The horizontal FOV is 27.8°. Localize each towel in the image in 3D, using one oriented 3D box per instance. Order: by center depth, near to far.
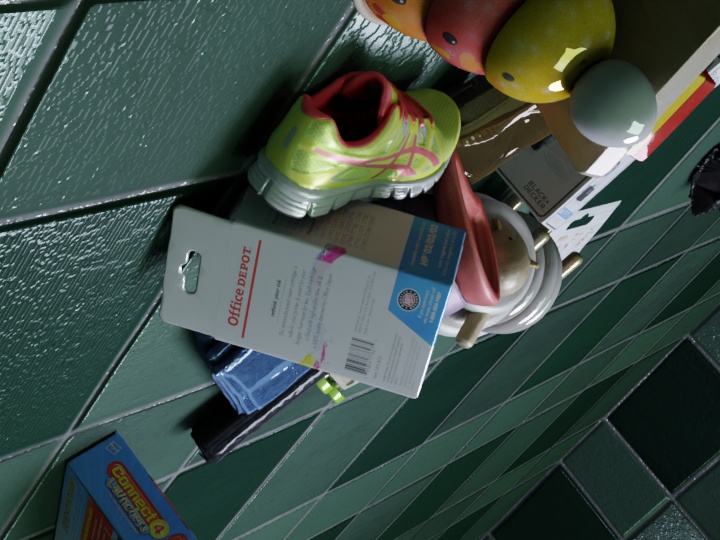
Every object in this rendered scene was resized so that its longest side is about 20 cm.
[{"bbox_3d":[-0.082,0.066,1.281,0.111,0.049,0.200,-38,163,-8],"label":"towel"}]

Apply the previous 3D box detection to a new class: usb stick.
[{"bbox_3d":[-0.078,0.110,1.398,0.200,0.055,0.033,-38,120,-7],"label":"usb stick"}]

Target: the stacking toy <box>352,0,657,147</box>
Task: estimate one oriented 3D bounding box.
[{"bbox_3d":[0.100,-0.149,0.854,0.146,0.200,0.146,-33,157,-16],"label":"stacking toy"}]

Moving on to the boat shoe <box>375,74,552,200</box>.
[{"bbox_3d":[0.090,-0.118,1.148,0.199,0.065,0.073,-26,149,19],"label":"boat shoe"}]

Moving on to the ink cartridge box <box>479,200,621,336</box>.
[{"bbox_3d":[0.198,-0.013,1.695,0.162,0.057,0.201,-15,142,-54],"label":"ink cartridge box"}]

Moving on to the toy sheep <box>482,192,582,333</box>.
[{"bbox_3d":[0.143,0.000,1.455,0.138,0.138,0.200,-43,145,12],"label":"toy sheep"}]

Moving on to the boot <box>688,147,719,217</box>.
[{"bbox_3d":[0.521,-0.120,2.050,0.162,0.073,0.199,-30,154,-36],"label":"boot"}]

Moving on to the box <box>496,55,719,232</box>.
[{"bbox_3d":[0.198,-0.142,1.233,0.200,0.117,0.060,-44,163,10],"label":"box"}]

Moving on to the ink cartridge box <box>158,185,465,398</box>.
[{"bbox_3d":[-0.036,0.005,1.042,0.068,0.198,0.116,-71,177,-50],"label":"ink cartridge box"}]

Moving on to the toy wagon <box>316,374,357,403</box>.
[{"bbox_3d":[0.020,0.076,1.540,0.155,0.040,0.200,-39,164,-2],"label":"toy wagon"}]

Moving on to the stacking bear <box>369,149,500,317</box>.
[{"bbox_3d":[0.000,0.000,1.140,0.198,0.115,0.122,-16,149,12],"label":"stacking bear"}]

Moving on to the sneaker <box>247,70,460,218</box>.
[{"bbox_3d":[0.013,-0.101,1.019,0.199,0.078,0.091,-26,150,-47],"label":"sneaker"}]

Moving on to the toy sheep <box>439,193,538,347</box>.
[{"bbox_3d":[0.079,-0.004,1.275,0.137,0.139,0.199,-30,-163,-28],"label":"toy sheep"}]

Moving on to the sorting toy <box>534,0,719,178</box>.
[{"bbox_3d":[0.179,-0.189,0.910,0.069,0.201,0.199,14,128,-41],"label":"sorting toy"}]

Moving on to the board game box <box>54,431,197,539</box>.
[{"bbox_3d":[-0.195,0.275,1.313,0.056,0.196,0.200,-30,161,-29],"label":"board game box"}]
